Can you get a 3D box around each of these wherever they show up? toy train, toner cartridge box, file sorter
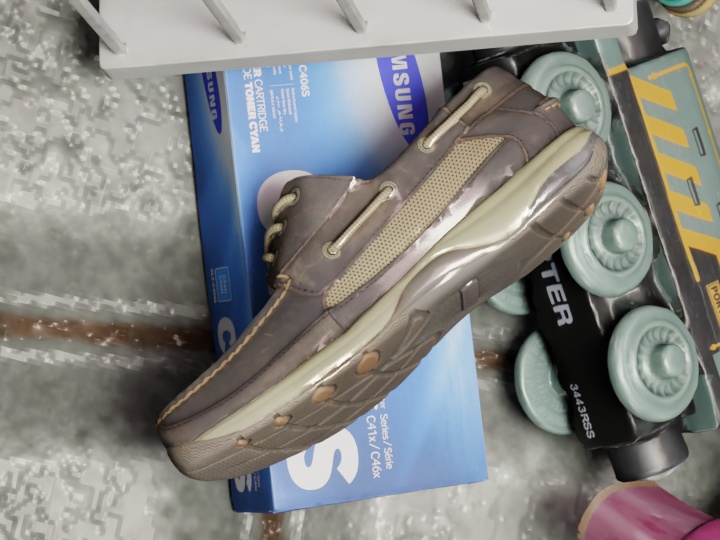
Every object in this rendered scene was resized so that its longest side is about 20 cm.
[{"bbox_3d":[0.105,-0.018,1.101,0.114,0.085,0.201,-22,94,-37],"label":"toy train"},{"bbox_3d":[-0.011,-0.011,1.060,0.095,0.043,0.201,-7,90,-26],"label":"toner cartridge box"},{"bbox_3d":[-0.009,-0.159,0.965,0.199,0.125,0.139,-4,75,9],"label":"file sorter"}]

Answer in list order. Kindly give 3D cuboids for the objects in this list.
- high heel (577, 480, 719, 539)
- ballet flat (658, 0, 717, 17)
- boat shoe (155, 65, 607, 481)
[{"bbox_3d":[0.179,0.119,1.091,0.199,0.096,0.068,-6,124,-44],"label":"high heel"},{"bbox_3d":[0.149,-0.206,1.141,0.063,0.068,0.201,-2,88,-40],"label":"ballet flat"},{"bbox_3d":[0.000,0.000,1.010,0.200,0.075,0.073,-37,73,-13],"label":"boat shoe"}]
